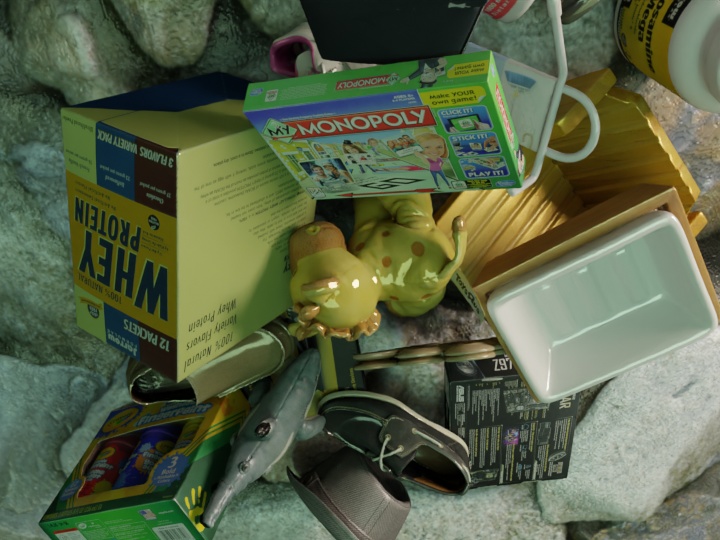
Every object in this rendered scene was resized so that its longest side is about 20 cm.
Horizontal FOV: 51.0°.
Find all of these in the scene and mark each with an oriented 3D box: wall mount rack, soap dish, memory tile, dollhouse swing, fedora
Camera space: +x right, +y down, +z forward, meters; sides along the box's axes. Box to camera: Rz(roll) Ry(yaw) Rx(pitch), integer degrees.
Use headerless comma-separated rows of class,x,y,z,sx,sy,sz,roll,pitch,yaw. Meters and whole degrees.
wall mount rack,0.111,-0.169,0.645,0.198,0.074,0.177,32,133,30
soap dish,0.221,0.022,0.715,0.197,0.082,0.159,-27,118,16
memory tile,0.089,0.085,0.802,0.149,0.199,0.017,-9,85,25
dollhouse swing,0.198,-0.045,0.742,0.200,0.180,0.177,47,63,-24
fedora,-0.003,0.273,0.921,0.176,0.200,0.091,43,83,-5

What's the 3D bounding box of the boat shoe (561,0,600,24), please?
boat shoe,0.223,-0.322,0.674,0.072,0.075,0.203,30,103,-8

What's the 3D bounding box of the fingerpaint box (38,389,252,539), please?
fingerpaint box,-0.229,0.221,0.838,0.196,0.168,0.074,-17,119,26

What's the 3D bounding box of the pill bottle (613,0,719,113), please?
pill bottle,0.306,-0.206,0.659,0.109,0.201,0.115,-2,118,-3

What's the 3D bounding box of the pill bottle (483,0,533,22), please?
pill bottle,0.067,-0.303,0.644,0.195,0.110,0.111,20,115,-13

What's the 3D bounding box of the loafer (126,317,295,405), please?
loafer,-0.162,0.105,0.809,0.195,0.068,0.077,-18,117,11

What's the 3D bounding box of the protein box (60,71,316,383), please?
protein box,-0.147,-0.051,0.691,0.132,0.198,0.205,21,121,25

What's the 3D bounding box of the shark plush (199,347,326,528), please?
shark plush,-0.109,0.166,0.780,0.091,0.199,0.084,44,146,9

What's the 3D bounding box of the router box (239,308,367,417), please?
router box,-0.078,0.092,0.873,0.153,0.053,0.205,-10,118,2

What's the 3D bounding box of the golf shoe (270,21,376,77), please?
golf shoe,-0.004,-0.162,0.665,0.090,0.199,0.077,-24,137,-32

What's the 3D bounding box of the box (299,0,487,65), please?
box,0.027,-0.254,0.486,0.114,0.197,0.206,4,93,2

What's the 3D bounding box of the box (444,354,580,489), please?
box,0.182,0.184,0.925,0.155,0.044,0.204,-7,128,0

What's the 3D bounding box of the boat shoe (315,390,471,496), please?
boat shoe,0.040,0.198,0.867,0.196,0.068,0.073,25,115,-8

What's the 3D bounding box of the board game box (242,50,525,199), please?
board game box,0.022,-0.107,0.603,0.195,0.030,0.135,-1,154,24

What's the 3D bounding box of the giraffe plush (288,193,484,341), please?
giraffe plush,0.000,0.000,0.713,0.158,0.201,0.176,-19,133,-17
